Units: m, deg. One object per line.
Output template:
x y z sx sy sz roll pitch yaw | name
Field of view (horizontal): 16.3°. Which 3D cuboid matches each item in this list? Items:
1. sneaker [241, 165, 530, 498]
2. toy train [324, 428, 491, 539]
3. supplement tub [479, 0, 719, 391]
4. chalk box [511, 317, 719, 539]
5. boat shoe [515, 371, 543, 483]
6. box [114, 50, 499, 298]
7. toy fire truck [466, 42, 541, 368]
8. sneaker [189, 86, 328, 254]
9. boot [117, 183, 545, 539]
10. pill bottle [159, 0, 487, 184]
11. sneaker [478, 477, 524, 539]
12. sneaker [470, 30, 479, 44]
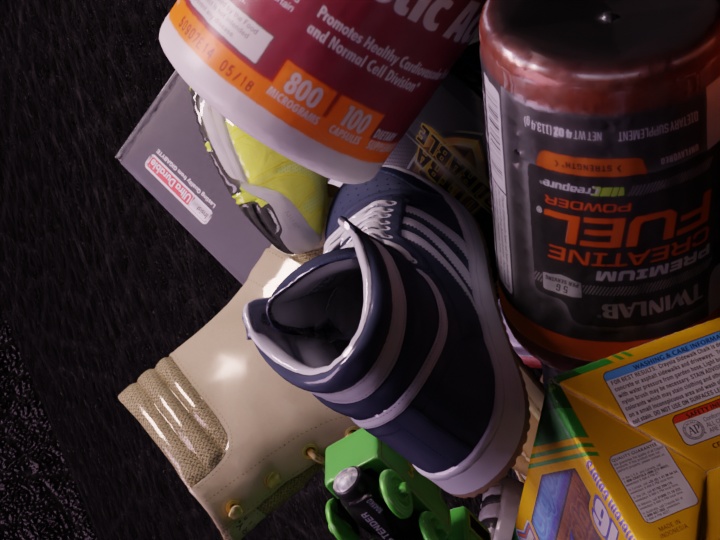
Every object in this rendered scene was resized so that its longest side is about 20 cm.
0.000 0.000 1.047 0.108 0.070 0.200 34 -159 -33 | sneaker
0.049 0.141 1.116 0.200 0.042 0.057 48 -155 -32 | toy train
0.107 -0.028 1.055 0.107 0.106 0.201 -127 23 -48 | supplement tub
0.146 0.125 1.068 0.200 0.124 0.124 98 148 -57 | chalk box
0.108 0.087 1.259 0.200 0.066 0.074 95 152 -55 | boat shoe
-0.005 -0.052 1.246 0.200 0.046 0.159 45 111 17 | box
0.036 -0.050 1.314 0.167 0.112 0.201 3 113 45 | toy fire truck
-0.033 -0.104 1.163 0.075 0.076 0.201 44 -145 -59 | sneaker
0.001 0.078 1.157 0.200 0.155 0.073 45 173 11 | boot
0.014 -0.147 1.050 0.200 0.114 0.114 -55 39 15 | pill bottle
0.142 0.163 1.233 0.200 0.115 0.076 45 -133 -50 | sneaker
0.040 -0.168 1.196 0.201 0.081 0.075 -97 -12 -47 | sneaker
